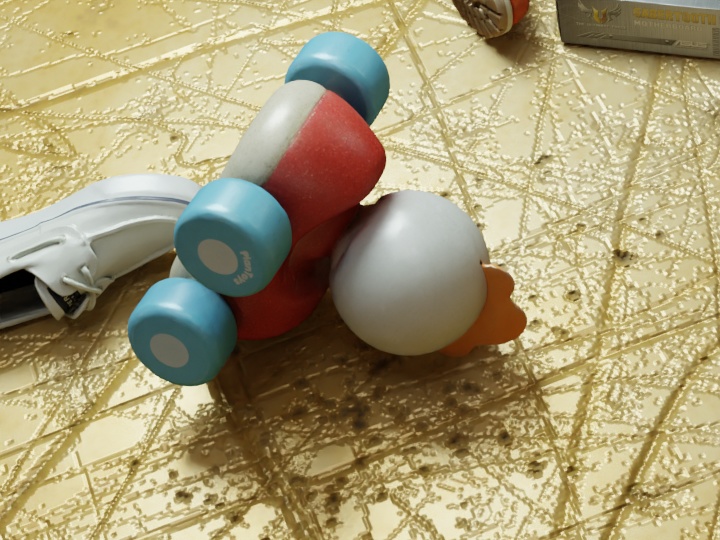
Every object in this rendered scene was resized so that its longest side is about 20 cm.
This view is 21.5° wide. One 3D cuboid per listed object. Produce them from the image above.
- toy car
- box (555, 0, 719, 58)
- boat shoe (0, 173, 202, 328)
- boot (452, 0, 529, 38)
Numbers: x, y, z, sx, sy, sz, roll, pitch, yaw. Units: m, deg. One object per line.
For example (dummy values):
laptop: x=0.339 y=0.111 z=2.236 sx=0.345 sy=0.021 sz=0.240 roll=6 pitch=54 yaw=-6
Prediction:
toy car: x=0.000 y=0.000 z=1.113 sx=0.199 sy=0.177 sz=0.185 roll=32 pitch=45 yaw=0
box: x=0.244 y=-0.214 z=1.273 sx=0.199 sy=0.048 sz=0.159 roll=9 pitch=54 yaw=18
boat shoe: x=-0.188 y=-0.002 z=1.180 sx=0.199 sy=0.072 sz=0.066 roll=-14 pitch=55 yaw=2
boot: x=0.098 y=-0.244 z=1.314 sx=0.106 sy=0.075 sz=0.201 roll=-13 pitch=49 yaw=-5
